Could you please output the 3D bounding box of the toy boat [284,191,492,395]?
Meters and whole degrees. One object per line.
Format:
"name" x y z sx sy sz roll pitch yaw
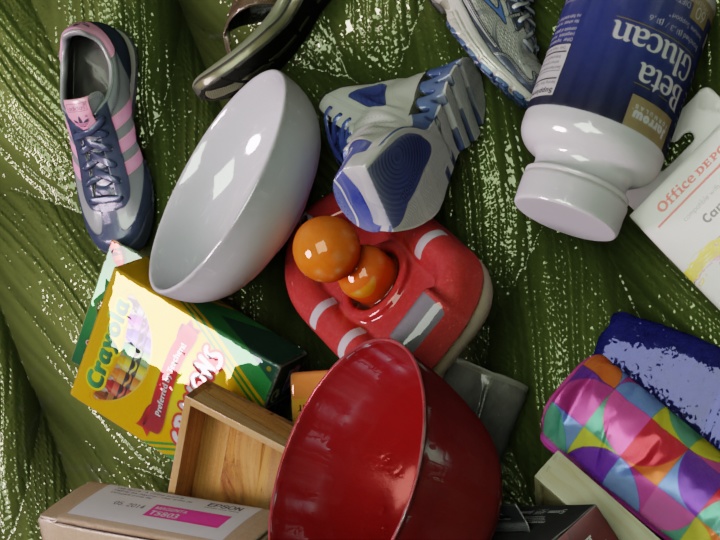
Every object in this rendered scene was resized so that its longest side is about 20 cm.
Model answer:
"toy boat" 0.000 0.000 1.514 0.131 0.131 0.200 -52 37 4

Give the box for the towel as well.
"towel" 0.258 0.131 1.494 0.200 0.050 0.148 22 90 17

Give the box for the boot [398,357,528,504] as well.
"boot" 0.087 0.180 1.534 0.182 0.073 0.200 28 68 -18

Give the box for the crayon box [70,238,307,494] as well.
"crayon box" -0.155 0.077 1.614 0.200 0.051 0.127 29 114 19

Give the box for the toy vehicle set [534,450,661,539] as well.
"toy vehicle set" 0.210 0.224 1.444 0.200 0.124 0.027 41 77 19

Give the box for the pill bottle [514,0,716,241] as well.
"pill bottle" 0.186 -0.129 1.481 0.111 0.111 0.201 17 79 19

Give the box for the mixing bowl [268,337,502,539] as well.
"mixing bowl" 0.030 0.160 1.414 0.200 0.108 0.201 -40 38 41

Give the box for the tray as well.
"tray" -0.104 0.194 1.566 0.098 0.037 0.201 25 122 20

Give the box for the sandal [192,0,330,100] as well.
"sandal" -0.068 -0.218 1.612 0.057 0.080 0.201 39 89 12

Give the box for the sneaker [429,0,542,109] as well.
"sneaker" 0.106 -0.212 1.554 0.085 0.077 0.200 -37 76 8

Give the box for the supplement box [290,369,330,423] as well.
"supplement box" -0.011 0.178 1.568 0.066 0.069 0.201 -5 87 20

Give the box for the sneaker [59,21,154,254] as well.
"sneaker" -0.222 -0.110 1.650 0.070 0.082 0.201 -11 83 17

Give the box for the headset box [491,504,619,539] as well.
"headset box" 0.151 0.253 1.428 0.075 0.149 0.200 -38 98 -24

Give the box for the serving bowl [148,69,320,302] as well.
"serving bowl" -0.089 -0.057 1.568 0.066 0.200 0.200 28 96 -20

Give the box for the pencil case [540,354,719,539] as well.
"pencil case" 0.219 0.149 1.434 0.200 0.088 0.088 41 99 18

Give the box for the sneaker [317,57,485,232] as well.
"sneaker" 0.013 -0.094 1.538 0.115 0.199 0.081 -5 119 31

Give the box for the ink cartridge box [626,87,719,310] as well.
"ink cartridge box" 0.286 -0.037 1.483 0.117 0.067 0.200 -46 74 11

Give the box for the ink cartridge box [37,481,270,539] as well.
"ink cartridge box" -0.142 0.263 1.552 0.199 0.075 0.165 6 113 30
